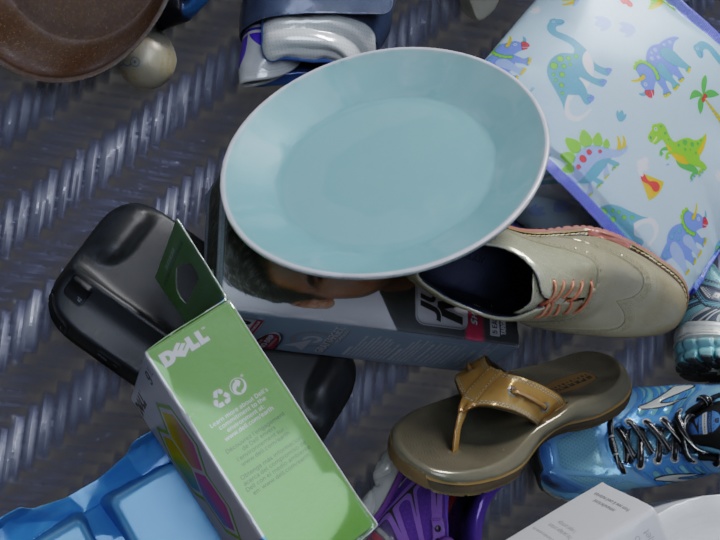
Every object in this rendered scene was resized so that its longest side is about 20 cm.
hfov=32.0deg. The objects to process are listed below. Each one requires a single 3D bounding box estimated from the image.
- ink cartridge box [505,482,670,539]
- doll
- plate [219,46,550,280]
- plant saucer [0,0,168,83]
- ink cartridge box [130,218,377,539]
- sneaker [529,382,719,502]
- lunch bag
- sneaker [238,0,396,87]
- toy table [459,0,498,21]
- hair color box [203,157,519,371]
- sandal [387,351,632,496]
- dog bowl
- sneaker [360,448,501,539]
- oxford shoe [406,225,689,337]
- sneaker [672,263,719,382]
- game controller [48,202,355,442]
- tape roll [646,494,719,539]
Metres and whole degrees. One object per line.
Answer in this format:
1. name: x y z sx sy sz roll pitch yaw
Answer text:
1. ink cartridge box: 0.098 0.236 0.700 0.198 0.083 0.148 -29 95 -9
2. doll: -0.143 -0.222 0.821 0.134 0.048 0.204 3 101 24
3. plate: 0.014 -0.062 0.745 0.196 0.026 0.202 -7 45 7
4. plant saucer: -0.186 -0.222 0.794 0.197 0.037 0.204 5 102 25
5. ink cartridge box: -0.079 0.083 0.707 0.059 0.104 0.201 -31 82 -22
6. sneaker: 0.205 0.103 0.831 0.196 0.090 0.080 -8 79 -14
7. lunch bag: 0.175 -0.090 0.851 0.199 0.128 0.171 37 71 8
8. sneaker: -0.070 -0.201 0.841 0.198 0.081 0.148 28 68 -12
9. toy table: 0.093 -0.279 0.862 0.116 0.200 0.185 -34 120 -8
10. hair color box: 0.000 0.000 0.803 0.197 0.061 0.101 8 67 -19
11. sandal: 0.094 0.079 0.776 0.198 0.080 0.055 -19 122 -35
12. dog bowl: -0.144 0.173 0.751 0.198 0.050 0.113 -29 85 -19
13. sneaker: 0.025 0.183 0.758 0.081 0.083 0.202 46 66 -40
14. oxford shoe: 0.112 0.012 0.757 0.196 0.074 0.072 11 114 -10
15. sneaker: 0.315 0.030 0.884 0.196 0.078 0.088 3 73 -13
16. game controller: -0.098 0.043 0.805 0.199 0.042 0.105 36 57 -4
17. tape roll: 0.227 0.249 0.812 0.199 0.071 0.206 3 76 -13
